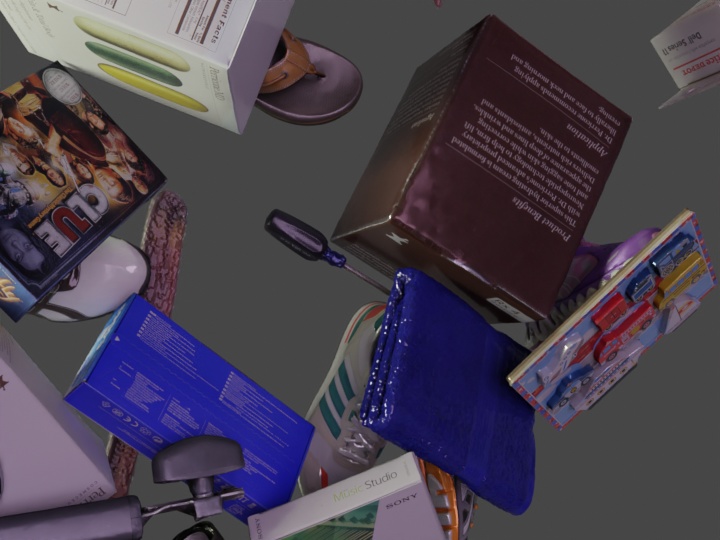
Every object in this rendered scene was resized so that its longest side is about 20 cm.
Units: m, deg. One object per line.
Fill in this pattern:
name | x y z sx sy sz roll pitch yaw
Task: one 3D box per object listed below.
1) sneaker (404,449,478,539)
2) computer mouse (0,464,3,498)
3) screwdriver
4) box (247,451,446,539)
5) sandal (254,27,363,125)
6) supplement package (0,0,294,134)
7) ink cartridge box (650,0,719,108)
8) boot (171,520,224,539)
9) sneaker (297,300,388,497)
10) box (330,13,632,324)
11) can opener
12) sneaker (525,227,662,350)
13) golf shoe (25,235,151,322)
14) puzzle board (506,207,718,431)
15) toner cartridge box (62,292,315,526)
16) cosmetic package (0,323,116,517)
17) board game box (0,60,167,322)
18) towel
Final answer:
sneaker | 0.082 0.189 0.871 0.076 0.078 0.205 -1 92 -38
computer mouse | -0.285 0.093 0.617 0.108 0.044 0.204 -21 115 -17
screwdriver | 0.000 0.000 0.874 0.197 0.028 0.029 28 115 -11
box | 0.006 0.250 0.783 0.142 0.037 0.203 -21 125 -1
sandal | -0.087 -0.195 0.847 0.197 0.054 0.083 28 76 -15
supplement package | -0.162 -0.231 0.747 0.196 0.152 0.153 21 79 0
ink cartridge box | 0.388 -0.260 0.991 0.199 0.117 0.068 -39 98 -19
boot | -0.109 0.246 0.728 0.077 0.199 0.140 -29 94 -24
sneaker | 0.002 0.121 0.834 0.069 0.093 0.203 24 78 -16
box | 0.103 -0.080 0.849 0.164 0.164 0.203 31 76 -15
can opener | -0.180 0.166 0.699 0.196 0.053 0.068 -5 77 -23
sneaker | 0.203 0.001 0.874 0.079 0.200 0.090 -8 71 -27
golf shoe | -0.260 0.000 0.751 0.196 0.094 0.080 2 84 -21
puzzle board | 0.224 0.052 0.816 0.200 0.017 0.151 -43 143 5
toner cartridge box | -0.135 0.118 0.783 0.199 0.043 0.096 40 43 -18
cosmetic package | -0.281 0.110 0.699 0.107 0.085 0.202 -37 118 -9
board game box | -0.247 -0.069 0.729 0.136 0.034 0.201 47 33 -12
towel | 0.082 0.105 0.812 0.199 0.049 0.150 36 54 -35
